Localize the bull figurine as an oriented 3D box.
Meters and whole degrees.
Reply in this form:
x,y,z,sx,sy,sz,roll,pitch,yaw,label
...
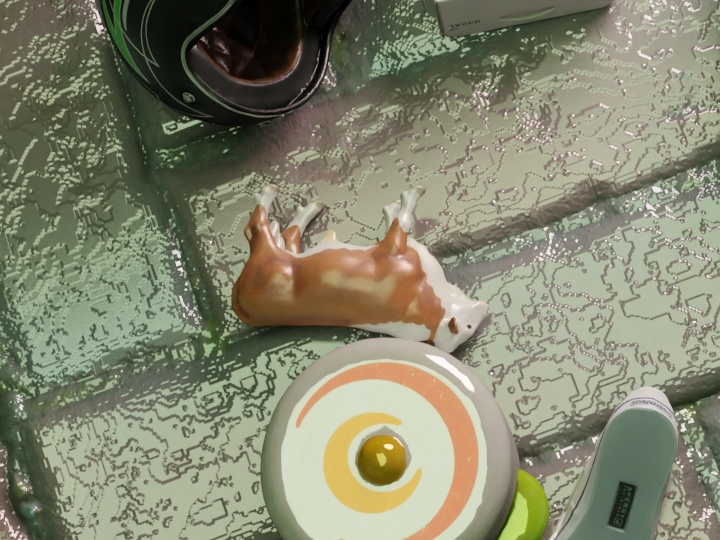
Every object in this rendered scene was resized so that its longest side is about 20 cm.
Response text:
x,y,z,sx,sy,sz,roll,pitch,yaw,label
0.000,0.000,1.573,0.200,0.065,0.122,3,74,6,bull figurine

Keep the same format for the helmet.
x,y,z,sx,sy,sz,roll,pitch,yaw,label
-0.106,-0.214,1.571,0.200,0.200,0.191,36,128,14,helmet

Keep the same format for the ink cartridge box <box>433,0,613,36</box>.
x,y,z,sx,sy,sz,roll,pitch,yaw,label
0.113,-0.301,1.614,0.145,0.084,0.200,-11,76,5,ink cartridge box

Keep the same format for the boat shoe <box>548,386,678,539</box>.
x,y,z,sx,sy,sz,roll,pitch,yaw,label
0.182,0.174,1.507,0.075,0.086,0.202,16,109,6,boat shoe

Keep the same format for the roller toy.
x,y,z,sx,sy,sz,roll,pitch,yaw,label
0.021,0.146,1.497,0.200,0.140,0.183,-22,75,3,roller toy
